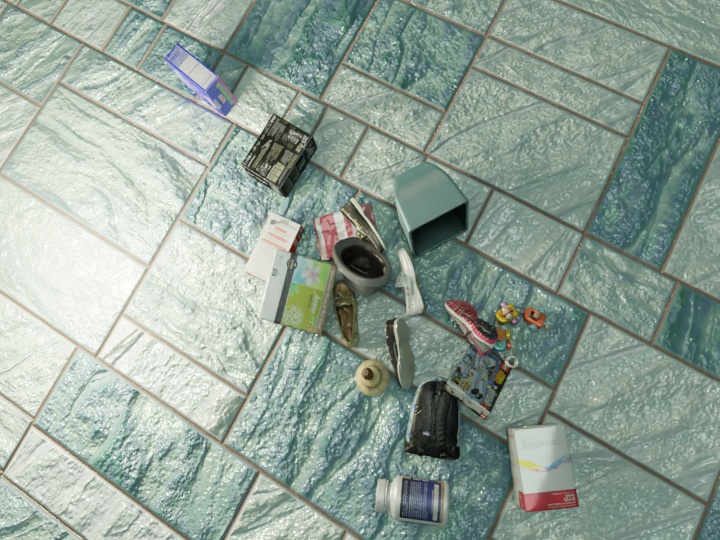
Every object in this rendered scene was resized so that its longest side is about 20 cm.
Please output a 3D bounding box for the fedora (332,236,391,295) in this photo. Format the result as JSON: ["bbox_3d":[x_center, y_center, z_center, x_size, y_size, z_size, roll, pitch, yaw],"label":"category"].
[{"bbox_3d":[0.000,0.000,1.682,0.174,0.092,0.199,-25,55,-40],"label":"fedora"}]

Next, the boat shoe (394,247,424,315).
[{"bbox_3d":[0.134,0.035,1.684,0.067,0.071,0.206,-15,77,0],"label":"boat shoe"}]

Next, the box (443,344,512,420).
[{"bbox_3d":[0.327,0.298,1.557,0.135,0.041,0.200,35,41,12],"label":"box"}]

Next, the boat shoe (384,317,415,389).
[{"bbox_3d":[0.110,0.242,1.644,0.059,0.073,0.207,-9,91,45],"label":"boat shoe"}]

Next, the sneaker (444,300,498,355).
[{"bbox_3d":[0.306,0.159,1.618,0.079,0.076,0.201,-9,41,-32],"label":"sneaker"}]

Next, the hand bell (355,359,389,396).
[{"bbox_3d":[0.026,0.292,1.570,0.100,0.200,0.108,-1,76,5],"label":"hand bell"}]

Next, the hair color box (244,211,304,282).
[{"bbox_3d":[-0.267,-0.064,1.757,0.108,0.064,0.205,23,82,11],"label":"hair color box"}]

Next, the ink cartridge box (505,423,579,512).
[{"bbox_3d":[0.476,0.514,1.495,0.139,0.146,0.207,-7,76,4],"label":"ink cartridge box"}]

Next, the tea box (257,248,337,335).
[{"bbox_3d":[-0.186,0.065,1.650,0.191,0.133,0.207,15,83,-10],"label":"tea box"}]

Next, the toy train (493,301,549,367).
[{"bbox_3d":[0.447,0.167,1.613,0.148,0.056,0.202,33,72,17],"label":"toy train"}]

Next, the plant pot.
[{"bbox_3d":[0.193,-0.199,1.678,0.191,0.197,0.204,-26,67,0],"label":"plant pot"}]

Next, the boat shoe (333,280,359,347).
[{"bbox_3d":[-0.042,0.124,1.688,0.071,0.063,0.206,-14,75,3],"label":"boat shoe"}]

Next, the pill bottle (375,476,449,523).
[{"bbox_3d":[0.140,0.621,1.526,0.193,0.111,0.115,5,77,7],"label":"pill bottle"}]

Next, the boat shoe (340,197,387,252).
[{"bbox_3d":[0.009,-0.128,1.717,0.060,0.072,0.203,-35,67,1],"label":"boat shoe"}]

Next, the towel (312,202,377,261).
[{"bbox_3d":[-0.044,-0.121,1.767,0.194,0.023,0.149,-15,75,3],"label":"towel"}]

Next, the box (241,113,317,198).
[{"bbox_3d":[-0.260,-0.370,1.815,0.161,0.086,0.204,29,82,12],"label":"box"}]

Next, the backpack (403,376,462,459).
[{"bbox_3d":[0.206,0.398,1.566,0.157,0.154,0.208,3,97,9],"label":"backpack"}]

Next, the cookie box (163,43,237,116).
[{"bbox_3d":[-0.525,-0.627,1.863,0.199,0.171,0.076,40,86,13],"label":"cookie box"}]
